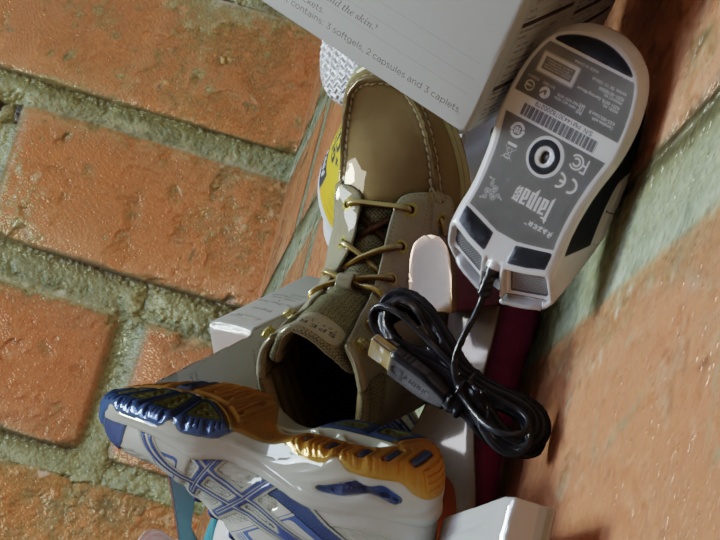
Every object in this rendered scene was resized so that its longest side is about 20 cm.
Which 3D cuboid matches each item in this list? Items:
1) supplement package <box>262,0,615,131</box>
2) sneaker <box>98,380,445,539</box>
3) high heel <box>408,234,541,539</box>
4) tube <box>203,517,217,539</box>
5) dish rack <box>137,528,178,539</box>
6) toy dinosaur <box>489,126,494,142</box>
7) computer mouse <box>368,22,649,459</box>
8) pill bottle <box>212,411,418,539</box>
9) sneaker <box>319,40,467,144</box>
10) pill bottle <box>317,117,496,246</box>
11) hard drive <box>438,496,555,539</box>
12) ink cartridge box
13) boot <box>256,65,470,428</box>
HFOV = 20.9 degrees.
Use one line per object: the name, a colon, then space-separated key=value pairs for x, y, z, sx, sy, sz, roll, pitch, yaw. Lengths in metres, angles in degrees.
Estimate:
supplement package: x=0.061 y=-0.205 z=0.952 sx=0.150 sy=0.151 sz=0.201 roll=-32 pitch=-29 yaw=-55
sneaker: x=-0.052 y=0.110 z=0.956 sx=0.075 sy=0.199 sz=0.089 roll=-14 pitch=-67 yaw=-52
high heel: x=0.069 y=0.076 z=1.019 sx=0.067 sy=0.096 sz=0.202 roll=12 pitch=101 yaw=44
tube: x=-0.084 y=0.214 z=1.079 sx=0.201 sy=0.050 sz=0.078 roll=-89 pitch=6 yaw=-59
dish rack: x=-0.081 y=0.273 z=1.259 sx=0.200 sy=0.043 sz=0.173 roll=50 pitch=-149 yaw=-42
toy dinosaur: x=0.043 y=0.003 z=1.134 sx=0.047 sy=0.087 sz=0.202 roll=-154 pitch=80 yaw=-81
computer mouse: x=0.084 y=-0.020 z=0.935 sx=0.044 sy=0.109 sz=0.201 roll=11 pitch=-71 yaw=-59
pill bottle: x=-0.022 y=0.142 z=1.091 sx=0.200 sy=0.115 sz=0.117 roll=-81 pitch=9 yaw=-69
sneaker: x=0.052 y=-0.170 z=1.136 sx=0.075 sy=0.115 sz=0.202 roll=10 pitch=77 yaw=44
pill bottle: x=0.034 y=-0.065 z=1.270 sx=0.200 sy=0.111 sz=0.113 roll=121 pitch=164 yaw=-65
hard drive: x=0.036 y=0.203 z=0.841 sx=0.132 sy=0.026 sz=0.202 roll=132 pitch=153 yaw=-75
ink cartridge box: x=-0.066 y=0.126 z=1.226 sx=0.173 sy=0.043 sz=0.202 roll=-25 pitch=-64 yaw=-43
boot: x=0.000 y=0.000 z=1.030 sx=0.155 sy=0.071 sz=0.202 roll=-38 pitch=-52 yaw=-59
